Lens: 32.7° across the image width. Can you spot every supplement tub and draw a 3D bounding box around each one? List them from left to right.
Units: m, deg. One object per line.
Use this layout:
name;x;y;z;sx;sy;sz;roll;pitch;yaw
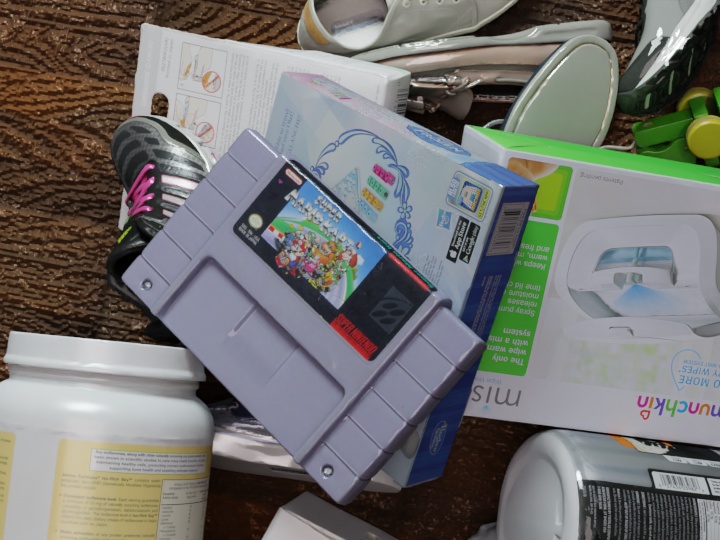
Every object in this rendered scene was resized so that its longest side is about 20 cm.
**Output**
supplement tub;-0.167;0.143;0.762;0.145;0.145;0.201;6;85;3
supplement tub;0.200;0.175;0.810;0.199;0.122;0.123;10;86;-18

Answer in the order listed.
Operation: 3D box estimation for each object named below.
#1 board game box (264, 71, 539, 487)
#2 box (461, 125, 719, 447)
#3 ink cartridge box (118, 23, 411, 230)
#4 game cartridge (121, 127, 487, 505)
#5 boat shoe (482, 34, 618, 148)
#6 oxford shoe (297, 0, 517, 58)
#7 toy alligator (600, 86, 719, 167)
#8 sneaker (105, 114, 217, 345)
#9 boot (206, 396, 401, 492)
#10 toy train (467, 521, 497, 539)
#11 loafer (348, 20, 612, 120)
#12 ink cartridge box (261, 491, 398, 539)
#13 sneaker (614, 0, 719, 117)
board game box;0.000;0.000;0.789;0.199;0.043;0.201;32;114;37
box;0.154;0.011;0.817;0.199;0.097;0.177;9;103;-13
ink cartridge box;-0.073;-0.083;0.889;0.199;0.050;0.162;16;106;22
game cartridge;-0.037;0.022;0.725;0.200;0.038;0.130;43;100;20
boat shoe;0.119;-0.073;0.868;0.075;0.062;0.201;15;103;-16
oxford shoe;0.047;-0.206;0.902;0.199;0.058;0.075;-22;81;-1
toy alligator;0.244;-0.094;0.887;0.199;0.059;0.054;-20;118;18
sneaker;-0.136;-0.029;0.831;0.074;0.087;0.200;-47;59;37
boot;-0.060;0.099;0.884;0.199;0.073;0.091;9;72;1
toy train;0.117;0.271;0.851;0.114;0.085;0.200;-29;81;-13
loafer;0.087;-0.138;0.891;0.199;0.072;0.063;-8;92;-1
ink cartridge box;-0.058;0.257;0.824;0.083;0.147;0.201;29;86;7
sneaker;0.224;-0.196;0.883;0.079;0.074;0.201;23;72;17
